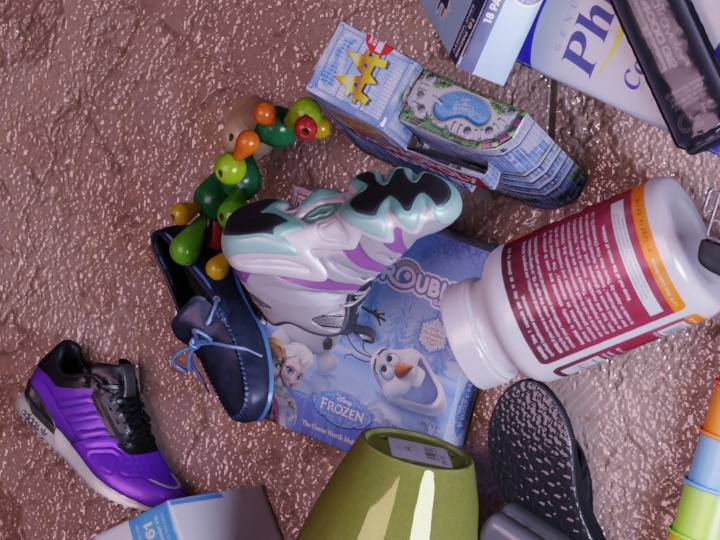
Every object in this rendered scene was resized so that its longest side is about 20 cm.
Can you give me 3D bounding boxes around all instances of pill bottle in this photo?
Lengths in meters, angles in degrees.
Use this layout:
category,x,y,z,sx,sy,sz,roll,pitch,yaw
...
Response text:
category,x,y,z,sx,sy,sz,roll,pitch,yaw
pill bottle,0.166,0.015,1.609,0.199,0.113,0.114,-24,78,22

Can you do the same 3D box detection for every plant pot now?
category,x,y,z,sx,sy,sz,roll,pitch,yaw
plant pot,0.021,0.233,1.661,0.186,0.187,0.202,21,103,30

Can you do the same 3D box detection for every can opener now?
category,x,y,z,sx,sy,sz,roll,pitch,yaw
can opener,0.175,0.259,1.625,0.199,0.053,0.067,32,114,17

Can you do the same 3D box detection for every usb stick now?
category,x,y,z,sx,sy,sz,roll,pitch,yaw
usb stick,0.213,-0.181,1.516,0.055,0.033,0.201,-27,77,21

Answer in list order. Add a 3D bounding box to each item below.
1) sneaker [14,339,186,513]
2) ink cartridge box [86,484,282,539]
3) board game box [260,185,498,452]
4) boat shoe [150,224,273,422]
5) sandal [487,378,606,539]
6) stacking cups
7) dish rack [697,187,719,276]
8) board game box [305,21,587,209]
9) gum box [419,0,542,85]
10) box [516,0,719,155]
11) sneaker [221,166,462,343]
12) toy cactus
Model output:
category,x,y,z,sx,sy,sz,roll,pitch,yaw
sneaker,-0.221,0.133,1.884,0.200,0.069,0.100,37,106,25
ink cartridge box,-0.184,0.262,1.817,0.199,0.144,0.085,-29,76,28
board game box,0.011,0.052,1.756,0.199,0.043,0.201,19,99,30
boat shoe,-0.135,0.048,1.803,0.084,0.068,0.201,-57,44,33
sandal,0.155,0.181,1.673,0.075,0.048,0.202,-16,94,29
stacking cups,0.269,0.144,1.592,0.060,0.060,0.202,14,96,30
dish rack,0.305,-0.087,1.507,0.054,0.153,0.202,21,102,26
board game box,0.051,-0.114,1.636,0.199,0.200,0.062,25,87,29
gum box,0.108,-0.253,1.616,0.044,0.200,0.171,20,108,-14
box,0.238,-0.202,1.581,0.199,0.105,0.185,28,104,29
sneaker,0.000,0.000,1.684,0.198,0.078,0.141,-8,123,21
toy cactus,-0.088,-0.088,1.768,0.102,0.166,0.201,22,126,-15
